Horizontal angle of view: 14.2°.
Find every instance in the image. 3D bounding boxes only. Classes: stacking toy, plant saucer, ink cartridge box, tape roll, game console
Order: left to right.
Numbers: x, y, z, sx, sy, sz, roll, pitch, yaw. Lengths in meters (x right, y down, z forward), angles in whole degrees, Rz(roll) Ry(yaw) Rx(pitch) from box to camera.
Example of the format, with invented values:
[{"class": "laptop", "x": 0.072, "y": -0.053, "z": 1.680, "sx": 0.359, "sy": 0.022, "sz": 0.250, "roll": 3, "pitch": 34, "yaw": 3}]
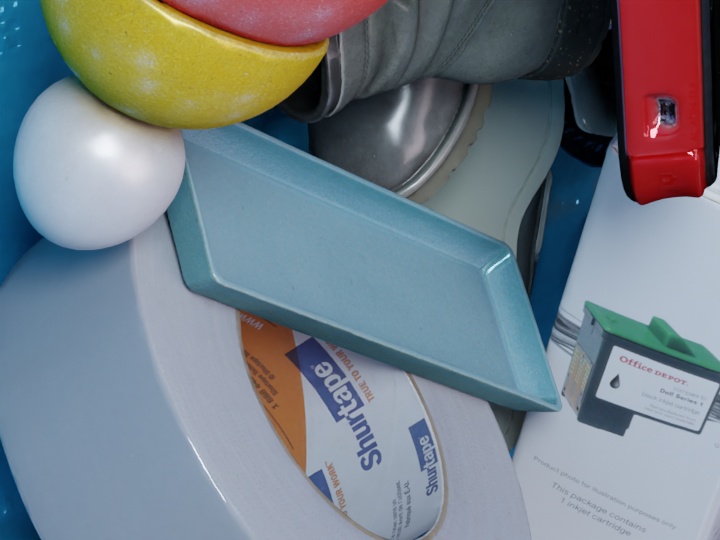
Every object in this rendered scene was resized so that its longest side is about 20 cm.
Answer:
[{"class": "stacking toy", "x": -0.047, "y": -0.094, "z": 0.826, "sx": 0.146, "sy": 0.146, "sz": 0.200, "roll": 3, "pitch": 126, "yaw": -51}, {"class": "tape roll", "x": -0.029, "y": 0.057, "z": 0.943, "sx": 0.066, "sy": 0.201, "sz": 0.200, "roll": -33, "pitch": 150, "yaw": 24}, {"class": "plant saucer", "x": 0.000, "y": 0.000, "z": 0.962, "sx": 0.200, "sy": 0.019, "sz": 0.070, "roll": 21, "pitch": 46, "yaw": -51}, {"class": "game console", "x": 0.097, "y": -0.140, "z": 0.895, "sx": 0.177, "sy": 0.031, "sz": 0.201, "roll": -77, "pitch": 164, "yaw": -53}, {"class": "ink cartridge box", "x": 0.130, "y": 0.009, "z": 1.079, "sx": 0.146, "sy": 0.084, "sz": 0.201, "roll": -51, "pitch": 160, "yaw": -48}]

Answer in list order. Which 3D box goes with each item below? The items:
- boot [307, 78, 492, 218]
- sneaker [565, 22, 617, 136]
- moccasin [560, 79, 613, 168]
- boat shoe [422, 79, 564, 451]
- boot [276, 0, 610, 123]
[{"class": "boot", "x": -0.017, "y": -0.134, "z": 0.969, "sx": 0.200, "sy": 0.072, "sz": 0.183, "roll": 40, "pitch": 57, "yaw": -57}, {"class": "sneaker", "x": 0.097, "y": -0.135, "z": 1.023, "sx": 0.087, "sy": 0.074, "sz": 0.201, "roll": -77, "pitch": 162, "yaw": -48}, {"class": "moccasin", "x": 0.138, "y": -0.131, "z": 1.137, "sx": 0.200, "sy": 0.080, "sz": 0.068, "roll": -56, "pitch": -179, "yaw": -4}, {"class": "boat shoe", "x": 0.038, "y": -0.027, "z": 1.110, "sx": 0.062, "sy": 0.072, "sz": 0.201, "roll": -101, "pitch": -168, "yaw": -78}, {"class": "boot", "x": 0.028, "y": -0.148, "z": 0.925, "sx": 0.130, "sy": 0.068, "sz": 0.201, "roll": -8, "pitch": 108, "yaw": -42}]
